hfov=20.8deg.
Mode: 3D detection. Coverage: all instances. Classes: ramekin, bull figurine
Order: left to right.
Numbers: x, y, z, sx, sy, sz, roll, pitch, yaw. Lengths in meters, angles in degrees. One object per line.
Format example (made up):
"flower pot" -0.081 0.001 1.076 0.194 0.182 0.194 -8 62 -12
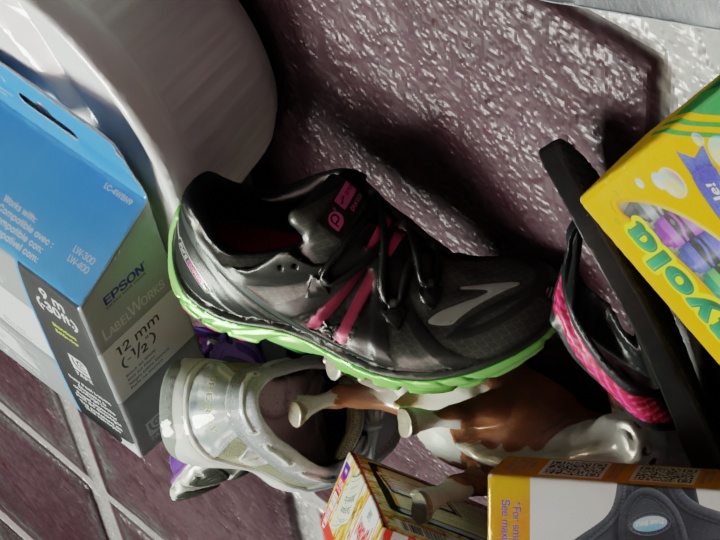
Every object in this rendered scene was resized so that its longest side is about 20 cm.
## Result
"ramekin" -0.129 -0.106 1.013 0.202 0.094 0.203 39 157 20
"bull figurine" 0.056 0.071 0.954 0.199 0.120 0.066 25 115 54

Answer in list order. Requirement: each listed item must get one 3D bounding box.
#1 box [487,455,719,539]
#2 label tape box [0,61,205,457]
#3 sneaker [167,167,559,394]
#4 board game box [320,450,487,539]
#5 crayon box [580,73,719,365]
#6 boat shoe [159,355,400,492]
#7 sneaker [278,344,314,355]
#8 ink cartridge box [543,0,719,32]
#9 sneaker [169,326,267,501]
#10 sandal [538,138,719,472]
"box" 0.152 0.145 0.823 0.198 0.041 0.120 2 97 19
"label tape box" -0.163 -0.011 1.021 0.143 0.066 0.201 33 156 31
"sneaker" 0.000 0.000 0.914 0.198 0.077 0.084 9 135 12
"board game box" 0.062 0.152 0.972 0.150 0.047 0.200 22 -178 -6
"crayon box" 0.162 -0.014 0.717 0.126 0.052 0.200 49 156 1
"boat shoe" -0.028 0.081 1.065 0.064 0.075 0.201 -4 168 31
"sneaker" -0.089 -0.005 1.119 0.199 0.078 0.086 29 150 36
"ink cartridge box" 0.106 -0.164 0.576 0.199 0.047 0.199 21 135 52
"sneaker" -0.090 0.077 1.173 0.084 0.080 0.200 63 -177 -10
"sandal" 0.114 0.035 0.838 0.075 0.045 0.201 -90 -25 -57
